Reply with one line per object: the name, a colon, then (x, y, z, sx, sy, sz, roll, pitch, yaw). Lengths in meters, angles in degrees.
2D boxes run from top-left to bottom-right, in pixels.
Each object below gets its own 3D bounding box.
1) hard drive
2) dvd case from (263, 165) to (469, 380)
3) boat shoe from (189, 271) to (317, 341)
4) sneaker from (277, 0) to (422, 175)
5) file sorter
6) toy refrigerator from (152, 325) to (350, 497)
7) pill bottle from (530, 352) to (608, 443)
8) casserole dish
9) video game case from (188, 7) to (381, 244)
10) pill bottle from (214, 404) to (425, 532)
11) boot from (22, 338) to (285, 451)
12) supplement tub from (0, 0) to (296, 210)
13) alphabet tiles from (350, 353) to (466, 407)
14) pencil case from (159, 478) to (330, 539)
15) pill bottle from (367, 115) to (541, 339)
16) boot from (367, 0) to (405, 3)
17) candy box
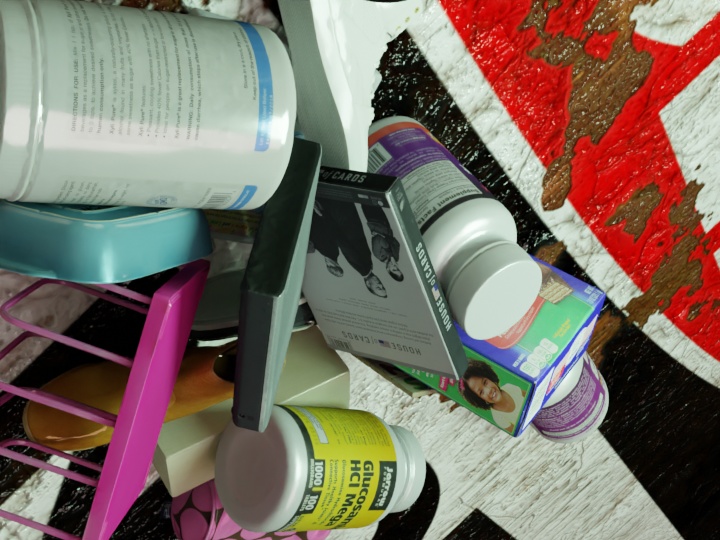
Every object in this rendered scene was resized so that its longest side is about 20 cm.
hard drive: (-0.067, 0.015, 0.896, 0.032, 0.141, 0.201, 13, 145, 1)
dvd case: (0.000, 0.000, 0.961, 0.025, 0.149, 0.202, -50, 134, -31)
boat shoe: (-0.078, 0.033, 1.059, 0.197, 0.076, 0.061, -16, 131, -29)
sneaker: (0.005, -0.165, 0.909, 0.115, 0.073, 0.203, -28, 127, -28)
file sorter: (-0.211, 0.080, 0.873, 0.139, 0.123, 0.203, -70, 179, -78)
toy refrigerator: (-0.112, 0.134, 1.129, 0.198, 0.076, 0.071, -24, 140, -23)
pill bottle: (0.221, 0.123, 1.384, 0.112, 0.113, 0.200, -42, 144, 1)
casserole dish: (-0.181, -0.031, 0.812, 0.200, 0.119, 0.040, -24, 124, -67)
video game case: (-0.096, -0.106, 0.948, 0.198, 0.024, 0.184, 7, 122, -46)
pill bottle: (-0.031, 0.186, 1.096, 0.198, 0.113, 0.113, 10, 120, -47)
boot: (-0.172, 0.097, 0.988, 0.199, 0.072, 0.143, -13, 175, -45)
supplement tub: (-0.154, -0.109, 0.781, 0.197, 0.133, 0.133, 2, 127, -30)
alphabet tiles: (0.073, 0.080, 1.142, 0.164, 0.199, 0.006, -7, 115, -36)
pencil case: (-0.110, 0.258, 1.245, 0.198, 0.090, 0.096, 10, 85, -44)
pill bottle: (0.067, -0.036, 1.013, 0.110, 0.200, 0.113, -23, 140, -21)
boot: (0.057, -0.241, 0.814, 0.197, 0.188, 0.070, -13, 118, -30)
candy box: (0.104, 0.040, 1.085, 0.169, 0.198, 0.078, -40, 150, -47)
